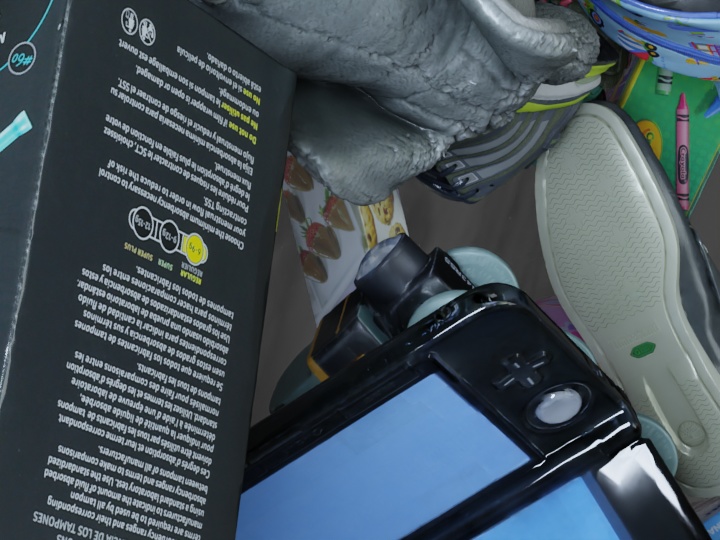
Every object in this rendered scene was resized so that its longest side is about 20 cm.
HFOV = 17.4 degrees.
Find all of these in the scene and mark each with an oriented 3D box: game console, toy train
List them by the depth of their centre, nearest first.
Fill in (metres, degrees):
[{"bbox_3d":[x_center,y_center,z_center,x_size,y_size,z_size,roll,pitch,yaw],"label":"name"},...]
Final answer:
[{"bbox_3d":[0.029,0.128,0.925,0.176,0.200,0.116,43,19,-49],"label":"game console"},{"bbox_3d":[0.055,0.077,1.022,0.200,0.114,0.085,46,18,-11],"label":"toy train"}]

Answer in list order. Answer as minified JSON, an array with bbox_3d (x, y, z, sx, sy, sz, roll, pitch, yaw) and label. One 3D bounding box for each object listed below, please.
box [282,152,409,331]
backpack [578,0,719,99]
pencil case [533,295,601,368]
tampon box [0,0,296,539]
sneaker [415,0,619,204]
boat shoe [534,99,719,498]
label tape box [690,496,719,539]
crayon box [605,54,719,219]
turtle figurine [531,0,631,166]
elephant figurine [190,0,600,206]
[{"bbox_3d":[0.000,0.000,1.063,0.041,0.039,0.200,-37,119,-53],"label":"box"},{"bbox_3d":[0.178,-0.161,1.085,0.135,0.200,0.183,97,-18,-61],"label":"backpack"},{"bbox_3d":[0.097,0.059,1.184,0.200,0.087,0.088,-21,106,-57],"label":"pencil case"},{"bbox_3d":[-0.124,0.013,0.751,0.126,0.150,0.200,30,63,-53],"label":"tampon box"},{"bbox_3d":[0.040,-0.064,1.024,0.200,0.074,0.081,-14,134,-50],"label":"sneaker"},{"bbox_3d":[0.142,0.008,1.136,0.068,0.072,0.200,-39,108,-55],"label":"boat shoe"},{"bbox_3d":[0.147,0.160,1.109,0.143,0.200,0.066,-31,82,-13],"label":"label tape box"},{"bbox_3d":[0.173,-0.115,1.227,0.119,0.058,0.200,135,-20,-84],"label":"crayon box"},{"bbox_3d":[0.093,-0.119,1.177,0.150,0.101,0.200,68,31,-31],"label":"turtle figurine"},{"bbox_3d":[0.019,-0.096,0.877,0.200,0.141,0.155,38,69,-20],"label":"elephant figurine"}]
